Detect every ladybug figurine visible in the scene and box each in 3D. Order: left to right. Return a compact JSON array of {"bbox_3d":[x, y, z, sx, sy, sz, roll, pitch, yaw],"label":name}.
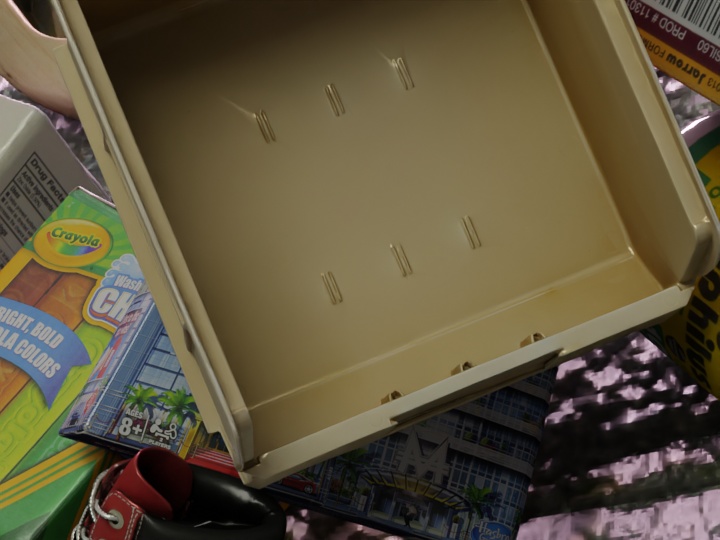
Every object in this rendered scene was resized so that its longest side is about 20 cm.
[{"bbox_3d":[-0.135,-0.142,1.387,0.136,0.072,0.200,-34,47,-2],"label":"ladybug figurine"}]

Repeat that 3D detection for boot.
[{"bbox_3d":[-0.130,0.125,1.042,0.199,0.145,0.073,2,36,-2],"label":"boot"}]

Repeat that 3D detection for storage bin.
[{"bbox_3d":[0.007,-0.045,1.013,0.199,0.094,0.199,-22,83,-11],"label":"storage bin"}]

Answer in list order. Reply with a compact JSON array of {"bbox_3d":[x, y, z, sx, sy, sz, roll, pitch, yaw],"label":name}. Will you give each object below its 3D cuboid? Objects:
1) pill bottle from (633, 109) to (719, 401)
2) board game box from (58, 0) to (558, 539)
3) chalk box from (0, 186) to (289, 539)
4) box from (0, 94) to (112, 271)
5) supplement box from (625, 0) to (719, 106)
[{"bbox_3d":[0.198,0.026,1.058,0.113,0.113,0.200,-40,48,-7],"label":"pill bottle"},{"bbox_3d":[0.000,0.000,1.094,0.062,0.199,0.201,165,121,-73],"label":"board game box"},{"bbox_3d":[-0.099,0.056,1.178,0.125,0.124,0.200,26,70,38],"label":"chalk box"},{"bbox_3d":[-0.216,0.021,1.262,0.109,0.128,0.200,20,65,38],"label":"box"},{"bbox_3d":[0.205,-0.097,1.084,0.110,0.200,0.086,39,108,43],"label":"supplement box"}]
